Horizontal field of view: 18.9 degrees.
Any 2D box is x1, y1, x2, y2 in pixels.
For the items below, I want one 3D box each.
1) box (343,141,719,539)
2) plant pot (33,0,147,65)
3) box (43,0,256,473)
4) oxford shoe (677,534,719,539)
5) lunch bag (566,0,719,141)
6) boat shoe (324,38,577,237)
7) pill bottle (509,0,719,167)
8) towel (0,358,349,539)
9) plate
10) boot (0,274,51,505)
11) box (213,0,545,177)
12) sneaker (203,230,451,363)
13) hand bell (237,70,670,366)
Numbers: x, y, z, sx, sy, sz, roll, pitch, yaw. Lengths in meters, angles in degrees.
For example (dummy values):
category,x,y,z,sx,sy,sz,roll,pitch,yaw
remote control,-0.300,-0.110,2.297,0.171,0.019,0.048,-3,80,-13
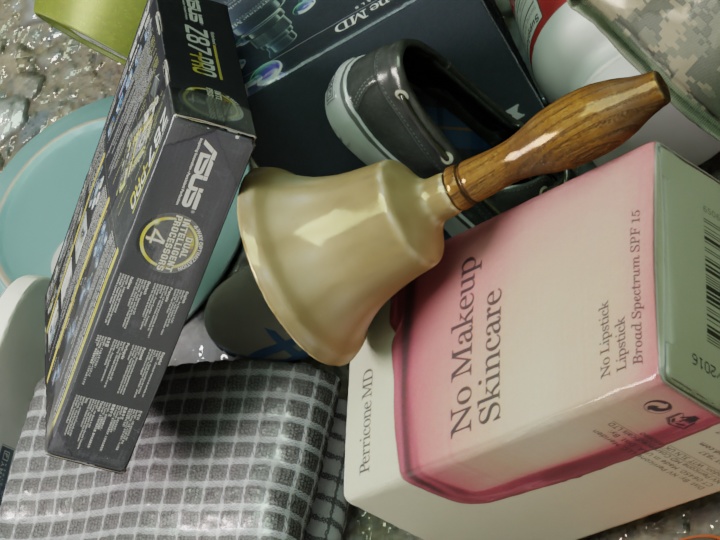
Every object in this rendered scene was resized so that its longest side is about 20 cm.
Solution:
category,x,y,z,sx,sy,sz,roll,pitch,yaw
box,0.099,0.045,1.036,0.200,0.109,0.128,-26,49,39
plant pot,-0.113,-0.224,1.330,0.187,0.187,0.201,26,88,36
box,-0.113,-0.024,1.104,0.161,0.049,0.201,-103,33,-61
oxford shoe,0.157,0.203,0.978,0.071,0.073,0.200,-15,34,16
lunch bag,0.227,-0.122,1.056,0.118,0.200,0.164,-48,-2,42
boat shoe,0.072,-0.046,1.095,0.057,0.200,0.069,-30,34,47
pill bottle,0.138,-0.151,1.179,0.112,0.112,0.200,-24,53,12
towel,-0.109,0.133,1.145,0.199,0.086,0.166,-4,58,25
plate,-0.160,-0.031,1.312,0.199,0.026,0.201,-13,55,19
boot,-0.234,0.094,1.238,0.090,0.073,0.201,2,66,30
box,0.000,-0.129,1.201,0.148,0.107,0.200,-29,32,8
sneaker,0.000,0.000,1.182,0.199,0.072,0.072,-14,57,21
hand bell,0.053,-0.040,1.007,0.200,0.104,0.104,-25,52,22
